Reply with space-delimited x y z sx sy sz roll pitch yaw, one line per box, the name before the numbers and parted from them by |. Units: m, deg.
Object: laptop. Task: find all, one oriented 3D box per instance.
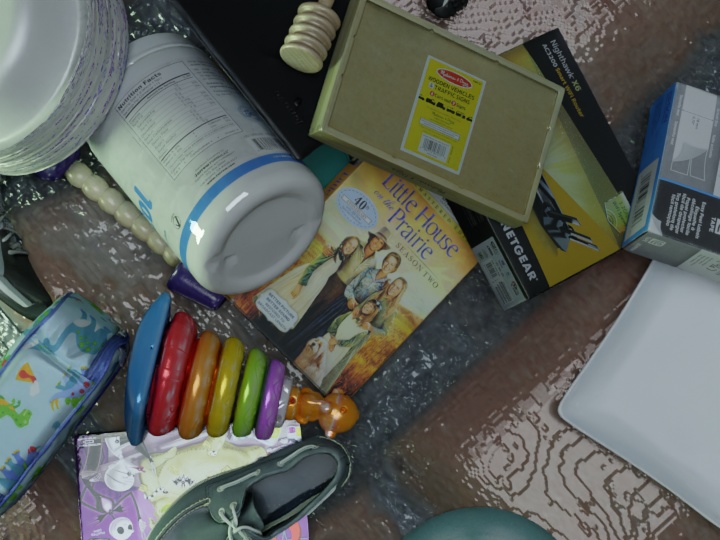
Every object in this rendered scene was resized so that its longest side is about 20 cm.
laptop | -0.049 -0.204 1.548 0.116 0.200 0.188 -39 88 11

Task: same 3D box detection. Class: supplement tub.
supplement tub | -0.133 -0.089 1.521 0.132 0.132 0.200 -40 60 -4

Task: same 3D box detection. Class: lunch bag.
lunch bag | -0.275 0.114 1.525 0.082 0.161 0.201 37 88 -4

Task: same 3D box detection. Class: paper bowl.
paper bowl | -0.299 -0.187 1.500 0.199 0.104 0.203 -7 75 28

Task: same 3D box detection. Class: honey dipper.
honey dipper | -0.016 -0.254 1.497 0.038 0.038 0.201 21 66 -1

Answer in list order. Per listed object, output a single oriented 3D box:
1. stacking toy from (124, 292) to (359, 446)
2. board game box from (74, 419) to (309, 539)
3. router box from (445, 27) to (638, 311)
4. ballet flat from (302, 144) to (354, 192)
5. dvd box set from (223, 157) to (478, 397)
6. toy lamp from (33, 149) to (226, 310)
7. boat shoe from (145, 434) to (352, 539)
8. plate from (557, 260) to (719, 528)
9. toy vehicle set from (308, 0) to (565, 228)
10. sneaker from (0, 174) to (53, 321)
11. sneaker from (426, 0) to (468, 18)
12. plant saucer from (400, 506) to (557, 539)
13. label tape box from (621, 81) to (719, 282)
stacking toy | -0.098 0.103 1.551 0.198 0.110 0.117 12 65 -3
board game box | -0.146 0.194 1.590 0.198 0.032 0.121 -5 91 -3
router box | 0.148 -0.089 1.579 0.157 0.052 0.201 -27 88 -27
ballet flat | -0.053 -0.115 1.588 0.070 0.065 0.201 -25 112 -11
dvd box set | 0.000 0.000 1.582 0.200 0.029 0.146 -46 111 -5
toy lamp | -0.192 -0.041 1.589 0.200 0.058 0.058 41 86 2
boat shoe | -0.098 0.201 1.546 0.199 0.062 0.073 -28 89 -4
plate | 0.304 0.098 1.609 0.199 0.032 0.201 34 86 1
toy vehicle set | 0.065 -0.130 1.497 0.199 0.026 0.125 23 74 -19
sneaker | -0.315 -0.057 1.577 0.200 0.075 0.116 44 83 2
sneaker | 0.072 -0.324 1.618 0.089 0.070 0.202 13 85 14
plant saucer | 0.105 0.308 1.586 0.198 0.036 0.202 0 86 -2
label tape box | 0.339 -0.060 1.574 0.198 0.063 0.145 18 70 -9
